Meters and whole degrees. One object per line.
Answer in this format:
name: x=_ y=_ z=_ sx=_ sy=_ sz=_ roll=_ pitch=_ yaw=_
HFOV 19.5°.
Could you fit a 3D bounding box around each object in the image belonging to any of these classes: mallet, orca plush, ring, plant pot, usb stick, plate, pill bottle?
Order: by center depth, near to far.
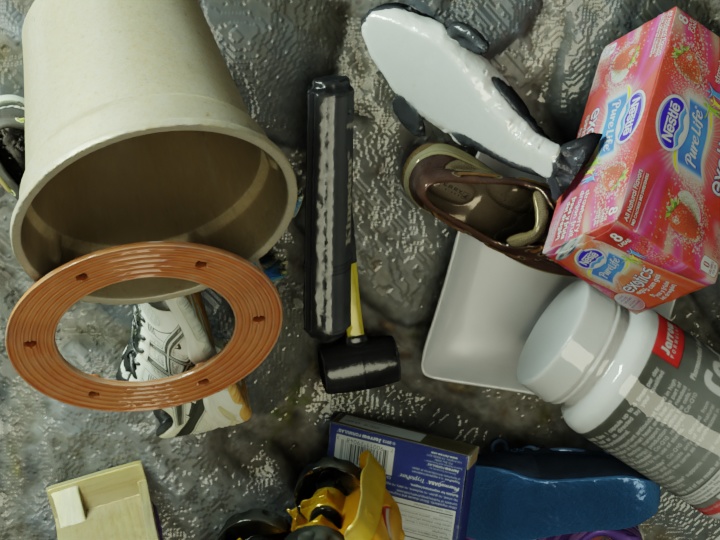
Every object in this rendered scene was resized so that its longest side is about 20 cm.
plant pot: x=-0.161 y=-0.109 z=1.475 sx=0.199 sy=0.184 sz=0.201 roll=-12 pitch=147 yaw=-8
ring: x=-0.154 y=0.039 z=1.497 sx=0.199 sy=0.019 sz=0.201 roll=-7 pitch=143 yaw=-6
orca plush: x=0.096 y=-0.143 z=1.585 sx=0.199 sy=0.071 sz=0.106 roll=26 pitch=127 yaw=16
usb stick: x=-0.023 y=-0.046 z=1.595 sx=0.032 sy=0.055 sz=0.202 roll=5 pitch=103 yaw=22
pill bottle: x=0.231 y=0.099 z=1.648 sx=0.199 sy=0.114 sz=0.114 roll=33 pitch=100 yaw=-12
mallet: x=0.000 y=0.000 z=1.650 sx=0.065 sy=0.041 sz=0.202 roll=-2 pitch=106 yaw=-10
plate: x=0.160 y=0.005 z=1.684 sx=0.198 sy=0.032 sz=0.201 roll=10 pitch=108 yaw=-15

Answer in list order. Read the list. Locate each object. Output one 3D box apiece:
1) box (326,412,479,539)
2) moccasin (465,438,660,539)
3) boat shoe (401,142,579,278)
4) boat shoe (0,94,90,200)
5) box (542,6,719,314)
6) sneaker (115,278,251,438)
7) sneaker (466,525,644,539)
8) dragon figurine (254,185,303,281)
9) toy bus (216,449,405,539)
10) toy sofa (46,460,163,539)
box: x=0.024 y=0.225 z=1.707 sx=0.120 sy=0.032 sz=0.202 roll=13 pitch=108 yaw=17
moccasin: x=0.145 y=0.182 z=1.717 sx=0.198 sy=0.068 sz=0.081 roll=4 pitch=113 yaw=7
boat shoe: x=0.127 y=-0.037 z=1.607 sx=0.199 sy=0.072 sz=0.073 roll=24 pitch=103 yaw=-17
boat shoe: x=-0.209 y=-0.048 z=1.573 sx=0.201 sy=0.061 sz=0.072 roll=41 pitch=97 yaw=-21
box: x=0.223 y=-0.082 z=1.577 sx=0.099 sy=0.095 sz=0.201 roll=31 pitch=60 yaw=-21
sneaker: x=-0.151 y=0.061 z=1.595 sx=0.087 sy=0.076 sz=0.201 roll=-19 pitch=132 yaw=4
sneaker: x=0.140 y=0.242 z=1.738 sx=0.199 sy=0.083 sz=0.081 roll=-20 pitch=112 yaw=-3
dragon figurine: x=-0.104 y=-0.029 z=1.601 sx=0.099 sy=0.059 sz=0.202 roll=11 pitch=102 yaw=-13
toy bus: x=-0.021 y=0.271 z=1.658 sx=0.200 sy=0.136 sz=0.192 roll=-37 pitch=104 yaw=21
toy sofa: x=-0.187 y=0.229 z=1.603 sx=0.082 sy=0.200 sz=0.098 roll=-17 pitch=106 yaw=-6
